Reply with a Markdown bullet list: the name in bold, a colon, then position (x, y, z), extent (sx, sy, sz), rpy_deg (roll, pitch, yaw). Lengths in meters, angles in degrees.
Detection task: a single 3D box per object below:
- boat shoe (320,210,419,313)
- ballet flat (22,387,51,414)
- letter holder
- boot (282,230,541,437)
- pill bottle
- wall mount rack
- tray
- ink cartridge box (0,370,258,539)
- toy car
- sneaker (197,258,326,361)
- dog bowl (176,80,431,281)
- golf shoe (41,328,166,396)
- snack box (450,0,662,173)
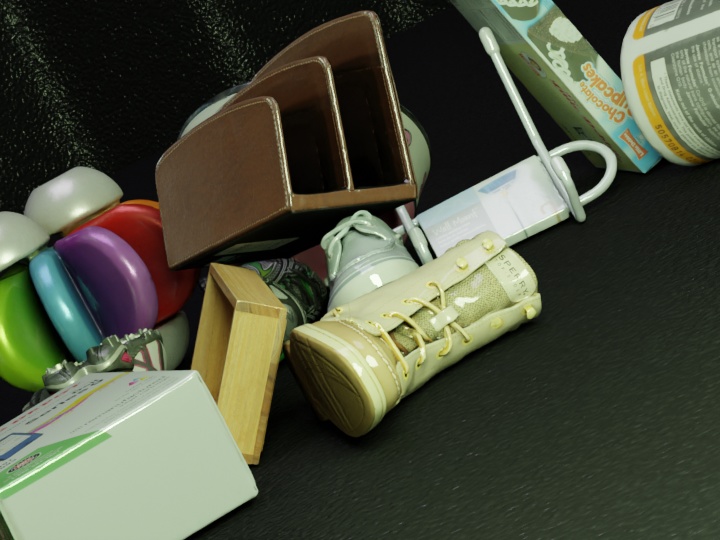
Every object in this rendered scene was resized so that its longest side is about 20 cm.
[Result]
- **boat shoe**: position (0.001, 0.000, 1.731), extent (0.070, 0.072, 0.201), rpy_deg (-29, -6, 2)
- **ballet flat**: position (-0.222, 0.126, 1.790), extent (0.057, 0.067, 0.200), rpy_deg (-41, 3, 15)
- **letter holder**: position (-0.061, -0.092, 1.796), extent (0.100, 0.143, 0.200), rpy_deg (-7, -8, -29)
- **boot**: position (0.038, 0.035, 1.563), extent (0.155, 0.073, 0.200), rpy_deg (-28, 0, -8)
- **pill bottle**: position (0.286, -0.150, 1.771), extent (0.199, 0.117, 0.116), rpy_deg (-17, 13, 38)
- **wall mount rack**: position (0.076, -0.077, 1.878), extent (0.199, 0.075, 0.174), rpy_deg (-26, 44, 0)
- **tray**: position (-0.082, 0.057, 1.688), extent (0.037, 0.099, 0.200), rpy_deg (10, 5, -8)
- **ink cartridge box**: position (-0.171, 0.131, 1.567), extent (0.145, 0.088, 0.200), rpy_deg (-31, 8, -22)
- **toy car**: position (-0.199, 0.014, 1.968), extent (0.150, 0.176, 0.200), rpy_deg (-21, 10, 43)
- **sneaker**: position (-0.066, 0.019, 1.907), extent (0.085, 0.078, 0.200), rpy_deg (-24, 10, -7)
- **dog bowl**: position (-0.044, -0.060, 1.990), extent (0.199, 0.200, 0.074), rpy_deg (-21, 50, 28)
- **golf shoe**: position (-0.165, 0.093, 1.786), extent (0.077, 0.088, 0.200), rpy_deg (-30, 0, 7)
- **snack box**: position (0.141, -0.157, 1.926), extent (0.037, 0.200, 0.116), rpy_deg (-43, 12, -6)
